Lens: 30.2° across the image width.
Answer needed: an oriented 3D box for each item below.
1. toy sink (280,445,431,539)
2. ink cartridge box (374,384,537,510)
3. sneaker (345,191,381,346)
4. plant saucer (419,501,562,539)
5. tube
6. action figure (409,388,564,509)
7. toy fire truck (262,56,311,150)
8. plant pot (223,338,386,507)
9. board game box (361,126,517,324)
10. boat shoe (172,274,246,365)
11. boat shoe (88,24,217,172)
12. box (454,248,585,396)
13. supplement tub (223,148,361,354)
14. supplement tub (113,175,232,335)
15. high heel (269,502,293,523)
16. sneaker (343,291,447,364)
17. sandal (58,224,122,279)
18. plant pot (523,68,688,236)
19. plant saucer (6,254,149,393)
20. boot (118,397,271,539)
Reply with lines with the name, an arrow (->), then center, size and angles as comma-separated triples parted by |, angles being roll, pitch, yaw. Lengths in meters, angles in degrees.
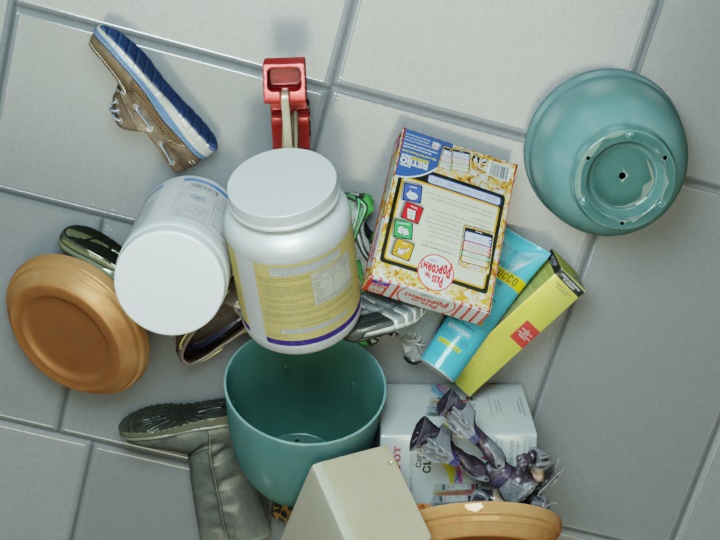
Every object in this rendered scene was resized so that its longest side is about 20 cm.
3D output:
toy sink -> -0.007, 0.325, 1.605 | 0.111, 0.131, 0.201 | -11, 145, -26
ink cartridge box -> 0.116, 0.240, 1.711 | 0.197, 0.145, 0.147 | 0, 111, 0
sneaker -> 0.000, 0.000, 1.654 | 0.084, 0.078, 0.202 | -11, 110, 2
plant saucer -> 0.146, 0.324, 1.621 | 0.198, 0.038, 0.201 | 0, 153, 0
tube -> 0.150, 0.043, 1.653 | 0.077, 0.050, 0.201 | 32, 83, 15
action figure -> 0.155, 0.236, 1.595 | 0.199, 0.070, 0.130 | 38, 111, -11
toy fire truck -> -0.082, -0.156, 1.558 | 0.048, 0.141, 0.202 | -3, 111, 0
plant pot -> -0.072, 0.198, 1.668 | 0.198, 0.202, 0.162 | 3, 130, -3
board game box -> 0.096, -0.054, 1.588 | 0.150, 0.046, 0.202 | 17, 66, -8
boat shoe -> -0.153, 0.044, 1.666 | 0.199, 0.060, 0.072 | -36, 128, 12
boat shoe -> -0.258, -0.197, 1.575 | 0.072, 0.072, 0.200 | -36, 107, 13
box -> 0.190, 0.065, 1.686 | 0.200, 0.075, 0.050 | -43, 107, 12
supplement tub -> -0.077, -0.021, 1.515 | 0.144, 0.146, 0.201 | -6, 131, 1
supplement tub -> -0.211, -0.022, 1.572 | 0.130, 0.200, 0.133 | 1, 113, 2
high heel -> -0.025, 0.356, 1.798 | 0.141, 0.072, 0.201 | -24, 107, 15
sneaker -> 0.051, 0.077, 1.646 | 0.199, 0.075, 0.117 | -24, 130, -37
sandal -> -0.288, 0.016, 1.647 | 0.200, 0.080, 0.058 | 33, 109, 5
plant pot -> 0.301, -0.126, 1.585 | 0.198, 0.134, 0.203 | 0, 111, -1
plant saucer -> -0.354, 0.074, 1.640 | 0.198, 0.038, 0.202 | 13, 127, 18
boot -> -0.217, 0.274, 1.763 | 0.180, 0.073, 0.202 | -4, 117, 2
